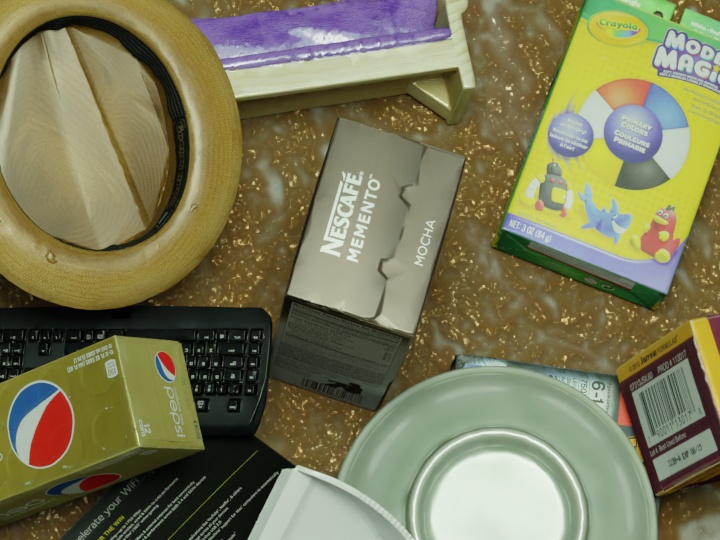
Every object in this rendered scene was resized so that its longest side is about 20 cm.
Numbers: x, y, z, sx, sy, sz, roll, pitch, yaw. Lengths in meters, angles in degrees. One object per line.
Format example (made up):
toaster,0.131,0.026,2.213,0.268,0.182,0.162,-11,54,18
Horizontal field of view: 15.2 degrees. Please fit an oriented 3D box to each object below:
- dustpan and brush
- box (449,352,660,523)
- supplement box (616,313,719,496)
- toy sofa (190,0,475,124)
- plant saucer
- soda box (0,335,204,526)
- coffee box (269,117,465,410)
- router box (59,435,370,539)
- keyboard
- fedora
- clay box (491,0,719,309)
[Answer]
dustpan and brush,0.016,0.210,1.536,0.199,0.057,0.140,27,89,-36
box,0.112,0.159,1.647,0.136,0.040,0.201,7,74,-3
supplement box,0.272,0.065,1.629,0.199,0.110,0.086,-11,77,-23
toy sofa,-0.032,-0.134,1.691,0.199,0.083,0.098,-9,77,-8
plant saucer,0.081,0.150,1.599,0.199,0.050,0.202,0,74,-2
soda box,-0.191,0.101,1.565,0.199,0.064,0.068,-22,74,30
coffee box,0.000,0.000,1.596,0.079,0.200,0.114,17,73,-1
router box,-0.107,0.189,1.580,0.200,0.051,0.149,-45,53,-14
keyboard,-0.150,0.070,1.603,0.199,0.040,0.105,-2,80,22
fedora,-0.168,-0.076,1.598,0.199,0.082,0.202,2,85,-21
clay box,0.171,-0.089,1.716,0.114,0.048,0.201,21,75,0
